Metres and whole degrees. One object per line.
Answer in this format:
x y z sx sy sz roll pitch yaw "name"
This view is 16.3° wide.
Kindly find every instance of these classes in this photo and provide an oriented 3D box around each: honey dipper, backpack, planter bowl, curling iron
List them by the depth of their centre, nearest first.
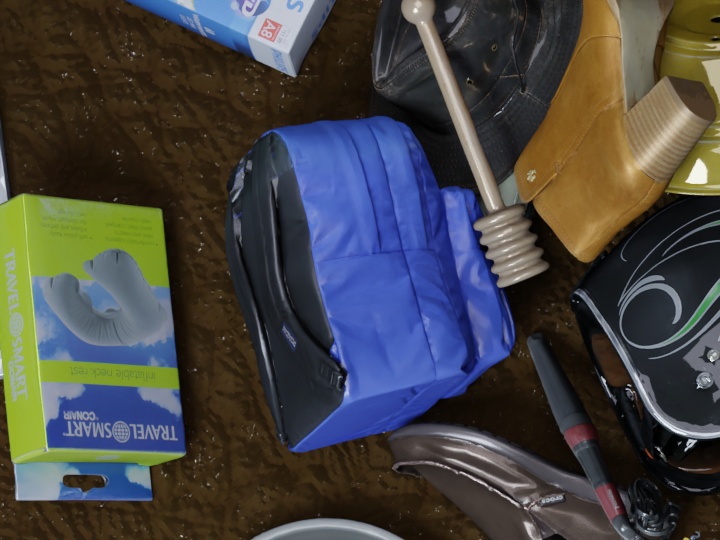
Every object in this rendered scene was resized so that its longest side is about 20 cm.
0.069 -0.087 1.637 0.038 0.038 0.200 -23 91 0 "honey dipper"
0.237 -0.133 1.660 0.200 0.200 0.084 -3 121 5 "planter bowl"
0.152 0.111 1.661 0.026 0.050 0.200 -60 39 26 "curling iron"
0.000 0.000 1.680 0.168 0.163 0.200 -11 75 -27 "backpack"

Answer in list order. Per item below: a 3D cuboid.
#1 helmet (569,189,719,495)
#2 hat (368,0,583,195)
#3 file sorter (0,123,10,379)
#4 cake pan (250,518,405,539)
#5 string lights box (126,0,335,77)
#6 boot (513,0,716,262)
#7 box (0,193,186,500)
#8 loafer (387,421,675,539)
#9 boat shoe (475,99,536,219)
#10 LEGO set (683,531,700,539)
0.254 0.041 1.629 0.191 0.200 0.200 -26 76 -4 "helmet"
0.057 -0.152 1.694 0.200 0.081 0.201 -12 71 39 "hat"
-0.318 -0.024 1.730 0.139 0.125 0.200 -10 77 4 "file sorter"
-0.022 0.267 1.680 0.200 0.037 0.201 -1 77 6 "cake pan"
-0.114 -0.227 1.787 0.200 0.059 0.103 24 80 10 "string lights box"
0.142 -0.117 1.612 0.144 0.071 0.201 -47 47 34 "boot"
-0.184 0.053 1.705 0.048 0.122 0.200 -21 71 45 "box"
0.107 0.157 1.673 0.200 0.073 0.071 20 79 10 "loafer"
0.114 -0.120 1.741 0.066 0.074 0.200 12 63 -37 "boat shoe"
0.236 0.225 1.583 0.200 0.116 0.154 -26 56 24 "LEGO set"
